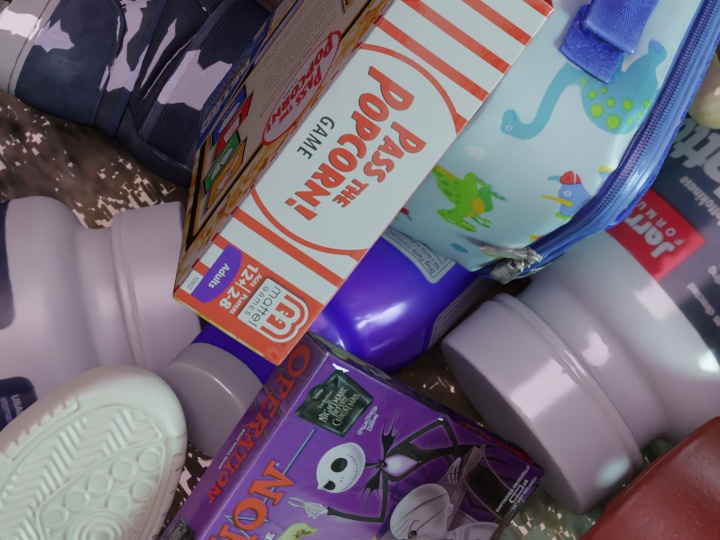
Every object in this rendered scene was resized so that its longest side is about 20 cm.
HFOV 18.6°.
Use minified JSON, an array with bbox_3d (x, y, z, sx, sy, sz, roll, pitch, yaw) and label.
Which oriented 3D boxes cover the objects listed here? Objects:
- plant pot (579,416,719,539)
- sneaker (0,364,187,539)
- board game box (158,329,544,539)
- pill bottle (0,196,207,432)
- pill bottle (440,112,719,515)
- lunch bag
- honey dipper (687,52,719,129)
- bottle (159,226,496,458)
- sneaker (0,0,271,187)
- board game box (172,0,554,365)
[{"bbox_3d":[0.169,0.165,0.809,0.201,0.201,0.195,-44,68,-8],"label":"plant pot"},{"bbox_3d":[-0.137,0.105,0.861,0.077,0.111,0.200,26,106,-17],"label":"sneaker"},{"bbox_3d":[-0.030,0.131,0.834,0.120,0.032,0.200,30,97,-30],"label":"board game box"},{"bbox_3d":[-0.162,0.032,0.900,0.200,0.111,0.111,-12,74,0],"label":"pill bottle"},{"bbox_3d":[0.137,0.001,0.884,0.200,0.120,0.120,-39,76,-8],"label":"pill bottle"},{"bbox_3d":[0.083,-0.098,0.815,0.082,0.161,0.200,30,70,-10],"label":"lunch bag"},{"bbox_3d":[0.134,-0.094,0.878,0.038,0.200,0.038,1,108,3],"label":"honey dipper"},{"bbox_3d":[0.000,0.000,0.882,0.083,0.065,0.200,32,51,18],"label":"bottle"},{"bbox_3d":[-0.055,-0.129,0.961,0.146,0.077,0.203,28,70,2],"label":"sneaker"},{"bbox_3d":[-0.003,-0.073,0.787,0.046,0.200,0.152,34,108,-13],"label":"board game box"}]
